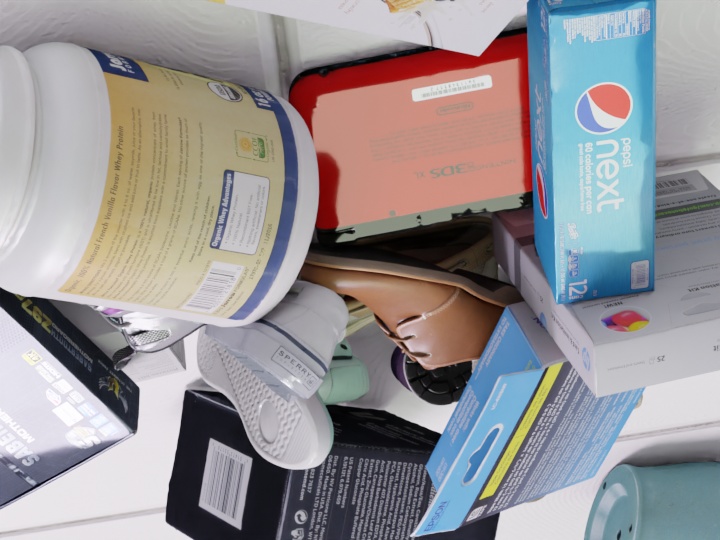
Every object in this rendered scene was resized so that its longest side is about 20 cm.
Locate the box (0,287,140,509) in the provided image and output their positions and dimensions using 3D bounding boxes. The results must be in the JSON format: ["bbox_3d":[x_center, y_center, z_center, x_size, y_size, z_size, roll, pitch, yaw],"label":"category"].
[{"bbox_3d":[-0.272,0.073,1.252,0.157,0.051,0.200,-27,125,20],"label":"box"}]

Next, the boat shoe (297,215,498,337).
[{"bbox_3d":[0.001,0.002,1.277,0.198,0.074,0.063,-7,140,-7],"label":"boat shoe"}]

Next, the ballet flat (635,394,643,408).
[{"bbox_3d":[0.141,0.090,1.489,0.198,0.063,0.068,-2,151,-13],"label":"ballet flat"}]

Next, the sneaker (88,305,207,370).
[{"bbox_3d":[-0.170,0.015,1.205,0.198,0.078,0.141,-1,136,-13],"label":"sneaker"}]

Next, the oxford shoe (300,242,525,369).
[{"bbox_3d":[0.038,0.027,1.210,0.199,0.072,0.071,17,-176,-33],"label":"oxford shoe"}]

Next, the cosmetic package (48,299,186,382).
[{"bbox_3d":[-0.233,0.057,1.322,0.198,0.051,0.083,-13,148,8],"label":"cosmetic package"}]

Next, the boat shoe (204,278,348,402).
[{"bbox_3d":[-0.044,0.040,1.153,0.073,0.067,0.200,41,172,-15],"label":"boat shoe"}]

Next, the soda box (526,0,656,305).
[{"bbox_3d":[0.136,-0.082,1.073,0.063,0.068,0.202,-8,125,-3],"label":"soda box"}]

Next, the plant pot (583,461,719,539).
[{"bbox_3d":[0.322,0.273,1.769,0.186,0.202,0.200,15,147,-11],"label":"plant pot"}]

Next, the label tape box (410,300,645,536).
[{"bbox_3d":[0.110,0.090,1.228,0.199,0.066,0.144,-10,134,-45],"label":"label tape box"}]

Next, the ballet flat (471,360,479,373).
[{"bbox_3d":[0.139,0.007,1.311,0.071,0.072,0.201,21,110,-44],"label":"ballet flat"}]

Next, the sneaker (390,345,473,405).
[{"bbox_3d":[0.116,0.042,1.408,0.198,0.077,0.088,-15,-173,-11],"label":"sneaker"}]

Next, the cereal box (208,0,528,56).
[{"bbox_3d":[0.014,-0.182,0.963,0.198,0.040,0.144,7,148,-28],"label":"cereal box"}]

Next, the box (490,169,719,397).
[{"bbox_3d":[0.187,0.002,1.170,0.154,0.200,0.042,-12,116,-11],"label":"box"}]

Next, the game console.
[{"bbox_3d":[0.061,-0.088,1.179,0.198,0.119,0.174,-11,121,2],"label":"game console"}]

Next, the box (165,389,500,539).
[{"bbox_3d":[-0.022,0.176,1.446,0.198,0.119,0.196,8,-177,-30],"label":"box"}]

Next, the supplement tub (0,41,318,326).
[{"bbox_3d":[-0.139,-0.050,1.050,0.198,0.146,0.144,10,147,-33],"label":"supplement tub"}]

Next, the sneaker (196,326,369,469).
[{"bbox_3d":[-0.033,0.081,1.320,0.117,0.200,0.075,2,109,-26],"label":"sneaker"}]

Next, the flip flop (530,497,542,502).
[{"bbox_3d":[0.163,0.101,1.361,0.081,0.058,0.201,14,122,-35],"label":"flip flop"}]
